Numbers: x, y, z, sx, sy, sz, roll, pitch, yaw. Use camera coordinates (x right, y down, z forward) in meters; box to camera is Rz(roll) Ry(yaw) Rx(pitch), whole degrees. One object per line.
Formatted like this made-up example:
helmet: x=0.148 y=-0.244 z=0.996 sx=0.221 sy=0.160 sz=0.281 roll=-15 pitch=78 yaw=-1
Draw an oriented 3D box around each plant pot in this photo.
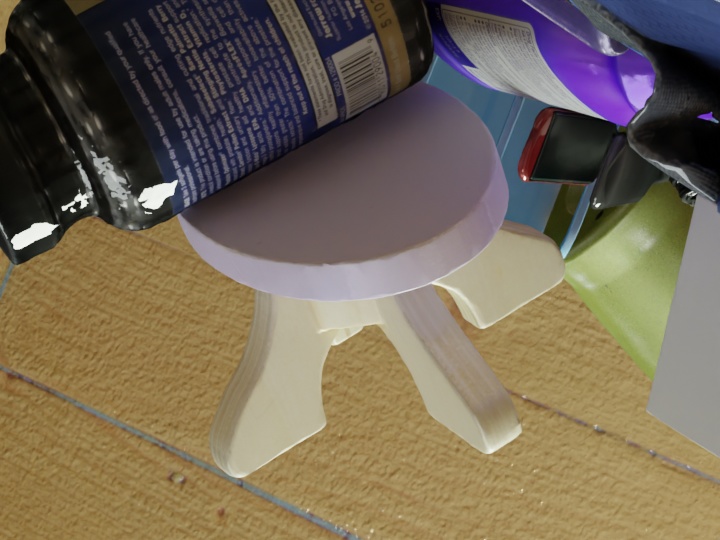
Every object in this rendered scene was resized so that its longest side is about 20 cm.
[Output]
plant pot: x=0.203 y=-0.008 z=1.397 sx=0.193 sy=0.201 sz=0.200 roll=34 pitch=177 yaw=-17

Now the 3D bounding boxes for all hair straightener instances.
hair straightener: x=0.140 y=-0.039 z=1.215 sx=0.077 sy=0.041 sz=0.200 roll=24 pitch=-175 yaw=23

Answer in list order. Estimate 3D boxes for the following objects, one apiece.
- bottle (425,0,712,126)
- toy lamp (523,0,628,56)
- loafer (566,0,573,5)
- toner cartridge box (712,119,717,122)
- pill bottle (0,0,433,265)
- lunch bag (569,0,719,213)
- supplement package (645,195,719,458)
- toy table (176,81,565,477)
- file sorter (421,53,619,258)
bottle: x=0.100 y=-0.099 z=1.092 sx=0.084 sy=0.065 sz=0.200 roll=39 pitch=170 yaw=-33
toy lamp: x=0.147 y=-0.087 z=0.957 sx=0.200 sy=0.058 sz=0.058 roll=20 pitch=180 yaw=23
loafer: x=0.062 y=-0.116 z=0.860 sx=0.200 sy=0.063 sz=0.072 roll=22 pitch=-179 yaw=-29
toner cartridge box: x=0.219 y=-0.065 z=1.147 sx=0.200 sy=0.043 sz=0.095 roll=22 pitch=180 yaw=25
pill bottle: x=-0.078 y=-0.086 z=1.126 sx=0.112 sy=0.200 sz=0.112 roll=57 pitch=169 yaw=18
lunch bag: x=0.110 y=-0.056 z=0.367 sx=0.200 sy=0.133 sz=0.136 roll=22 pitch=180 yaw=23
supplement package: x=0.243 y=0.023 z=1.196 sx=0.200 sy=0.114 sz=0.109 roll=-8 pitch=-151 yaw=-40
toy table: x=0.000 y=0.000 z=1.166 sx=0.200 sy=0.184 sz=0.117 roll=52 pitch=165 yaw=59
file sorter: x=0.024 y=-0.097 z=1.301 sx=0.200 sy=0.139 sz=0.123 roll=22 pitch=176 yaw=-7
